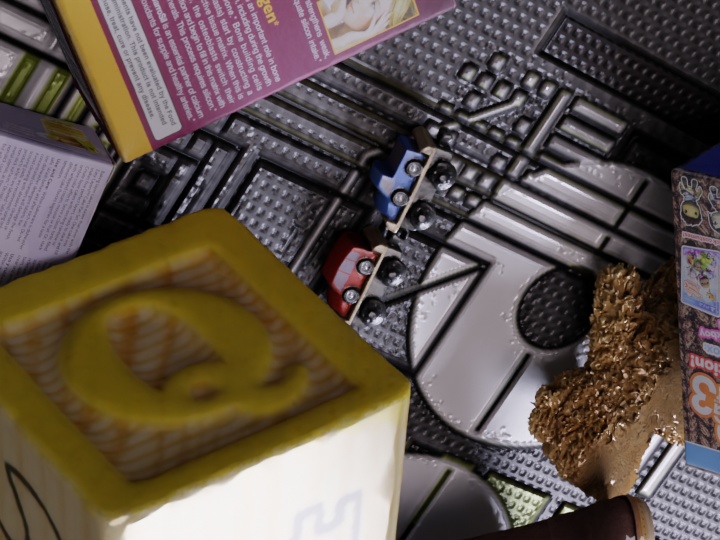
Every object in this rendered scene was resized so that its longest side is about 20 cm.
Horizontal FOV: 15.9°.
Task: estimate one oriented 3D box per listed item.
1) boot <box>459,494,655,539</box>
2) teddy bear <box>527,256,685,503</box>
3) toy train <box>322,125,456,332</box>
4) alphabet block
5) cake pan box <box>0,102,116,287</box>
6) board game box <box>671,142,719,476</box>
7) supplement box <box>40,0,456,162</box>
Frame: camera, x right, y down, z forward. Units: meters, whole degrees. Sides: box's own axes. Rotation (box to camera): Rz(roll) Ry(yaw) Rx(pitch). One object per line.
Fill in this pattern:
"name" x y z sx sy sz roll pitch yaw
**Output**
"boot" 0.075 0.191 1.594 0.166 0.073 0.200 4 152 -22
"teddy bear" 0.186 0.050 1.618 0.145 0.067 0.200 22 102 -42
"toy train" 0.000 0.000 1.517 0.046 0.034 0.200 20 110 -19
"alphabet block" -0.106 0.117 1.403 0.196 0.195 0.200 -24 136 -30
"cake pan box" -0.252 -0.005 1.390 0.184 0.052 0.200 14 112 -28
"board game box" 0.276 0.012 1.554 0.159 0.097 0.201 -29 123 -40
"supplement box" -0.069 -0.168 1.341 0.199 0.103 0.131 -25 125 -8
